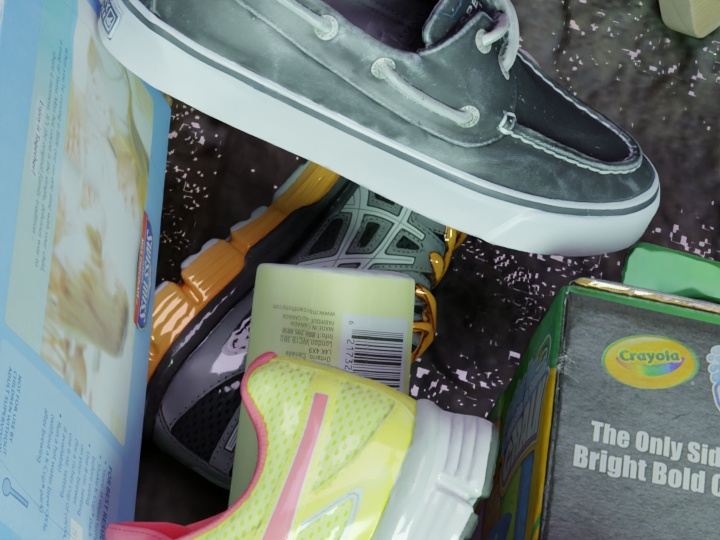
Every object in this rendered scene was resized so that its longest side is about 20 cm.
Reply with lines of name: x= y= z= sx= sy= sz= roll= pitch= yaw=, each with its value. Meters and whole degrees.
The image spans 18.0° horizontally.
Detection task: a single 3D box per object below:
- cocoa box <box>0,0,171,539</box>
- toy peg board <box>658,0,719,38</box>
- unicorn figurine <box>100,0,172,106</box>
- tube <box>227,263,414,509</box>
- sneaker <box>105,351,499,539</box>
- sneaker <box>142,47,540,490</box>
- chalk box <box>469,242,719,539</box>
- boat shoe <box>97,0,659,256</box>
cocoa box: x=-0.144 y=0.007 z=0.689 sx=0.131 sy=0.133 sz=0.201 roll=-6 pitch=61 yaw=16
toy peg board: x=0.201 y=-0.211 z=0.864 sx=0.200 sy=0.200 sz=0.098 roll=-37 pitch=41 yaw=-28
unicorn figurine: x=-0.112 y=-0.098 z=0.822 sx=0.137 sy=0.074 sz=0.200 roll=32 pitch=45 yaw=17
tube: x=-0.017 y=0.099 z=0.715 sx=0.058 sy=0.052 sz=0.201 roll=3 pitch=88 yaw=32
sneaker: x=-0.043 y=0.112 z=0.660 sx=0.090 sy=0.078 sz=0.200 roll=30 pitch=88 yaw=-1
sneaker: x=0.000 y=0.000 z=0.789 sx=0.077 sy=0.078 sz=0.200 roll=42 pitch=71 yaw=11
chalk box: x=0.103 y=0.088 z=0.734 sx=0.124 sy=0.124 sz=0.200 roll=13 pitch=59 yaw=-5
boat shoe: x=0.020 y=-0.067 z=0.721 sx=0.200 sy=0.068 sz=0.072 roll=22 pitch=32 yaw=-19
